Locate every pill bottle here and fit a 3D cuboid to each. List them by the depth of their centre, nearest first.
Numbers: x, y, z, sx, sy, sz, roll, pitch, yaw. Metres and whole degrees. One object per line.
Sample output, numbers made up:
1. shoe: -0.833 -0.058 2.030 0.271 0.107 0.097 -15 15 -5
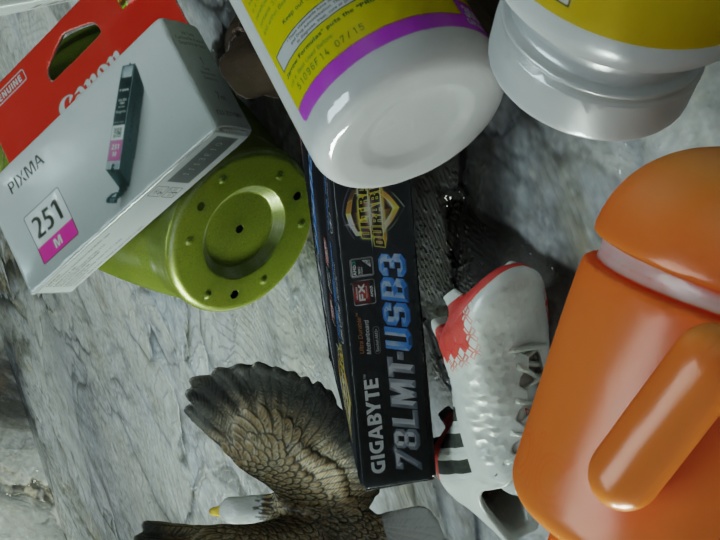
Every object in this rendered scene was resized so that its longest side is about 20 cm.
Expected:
1. pill bottle: 0.107 -0.144 0.479 0.113 0.112 0.200 59 154 31
2. pill bottle: -0.014 -0.147 0.696 0.200 0.104 0.104 63 155 25

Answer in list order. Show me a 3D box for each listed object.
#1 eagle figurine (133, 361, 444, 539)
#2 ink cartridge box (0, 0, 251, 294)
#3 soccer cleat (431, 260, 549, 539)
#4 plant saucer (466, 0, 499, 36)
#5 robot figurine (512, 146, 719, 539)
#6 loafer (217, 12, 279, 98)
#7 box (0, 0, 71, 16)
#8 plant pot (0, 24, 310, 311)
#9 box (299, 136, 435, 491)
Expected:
1. eagle figurine: -0.049 0.164 0.926 0.152 0.151 0.200 64 -168 27
2. ink cartridge box: -0.188 -0.108 0.948 0.200 0.044 0.174 -38 71 26
3. soccer cleat: 0.081 0.075 0.752 0.085 0.069 0.200 52 153 32
4. plant saucer: 0.067 -0.190 0.652 0.200 0.029 0.200 47 144 49
5. robot figurine: 0.127 0.041 0.509 0.117 0.144 0.200 32 109 53
6. loafer: -0.046 -0.132 0.845 0.071 0.073 0.200 -58 14 7
7. box: -0.301 -0.342 1.242 0.106 0.152 0.200 11 114 66
8. plant pot: -0.143 -0.065 1.040 0.193 0.200 0.201 34 136 41
9. box: 0.000 0.000 0.836 0.199 0.050 0.200 -116 18 -68
